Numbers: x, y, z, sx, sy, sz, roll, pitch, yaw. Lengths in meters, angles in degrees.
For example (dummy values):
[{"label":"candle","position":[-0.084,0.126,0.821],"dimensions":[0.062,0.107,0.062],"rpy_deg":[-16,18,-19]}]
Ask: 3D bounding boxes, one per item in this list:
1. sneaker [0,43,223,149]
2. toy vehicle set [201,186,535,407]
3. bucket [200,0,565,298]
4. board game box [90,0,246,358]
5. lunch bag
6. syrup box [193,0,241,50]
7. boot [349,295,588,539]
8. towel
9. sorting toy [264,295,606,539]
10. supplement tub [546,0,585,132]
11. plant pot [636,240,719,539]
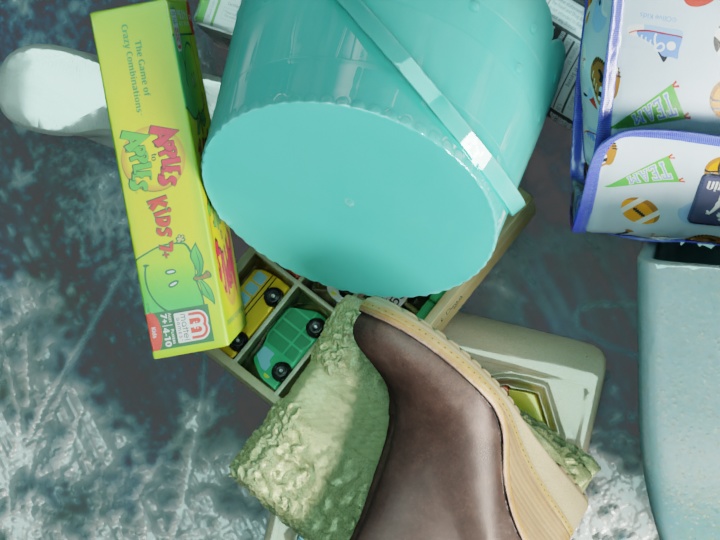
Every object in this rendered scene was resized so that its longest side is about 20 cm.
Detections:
[{"label":"sneaker","position":[-0.124,-0.096,1.670],"dimensions":[0.199,0.088,0.076],"rpy_deg":[21,96,1]},{"label":"toy vehicle set","position":[0.000,0.000,1.648],"dimensions":[0.124,0.027,0.200],"rpy_deg":[36,80,19]},{"label":"bucket","position":[0.010,-0.090,1.540],"dimensions":[0.205,0.208,0.136],"rpy_deg":[12,56,8]},{"label":"board game box","position":[-0.112,-0.056,1.577],"dimensions":[0.047,0.102,0.202],"rpy_deg":[-10,95,4]},{"label":"lunch bag","position":[0.209,-0.108,1.520],"dimensions":[0.168,0.124,0.202],"rpy_deg":[5,112,-4]},{"label":"syrup box","position":[-0.030,-0.230,1.674],"dimensions":[0.081,0.079,0.201],"rpy_deg":[18,87,8]},{"label":"boot","position":[0.025,0.134,1.537],"dimensions":[0.166,0.072,0.200],"rpy_deg":[-46,108,-11]},{"label":"towel","position":[0.032,0.123,1.596],"dimensions":[0.199,0.036,0.149],"rpy_deg":[36,84,-15]},{"label":"sorting toy","position":[0.043,0.123,1.653],"dimensions":[0.184,0.036,0.202],"rpy_deg":[13,86,8]},{"label":"supplement tub","position":[0.140,-0.140,1.633],"dimensions":[0.199,0.107,0.107],"rpy_deg":[32,89,8]},{"label":"plant pot","position":[0.253,0.090,1.560],"dimensions":[0.195,0.196,0.202],"rpy_deg":[5,96,7]}]
